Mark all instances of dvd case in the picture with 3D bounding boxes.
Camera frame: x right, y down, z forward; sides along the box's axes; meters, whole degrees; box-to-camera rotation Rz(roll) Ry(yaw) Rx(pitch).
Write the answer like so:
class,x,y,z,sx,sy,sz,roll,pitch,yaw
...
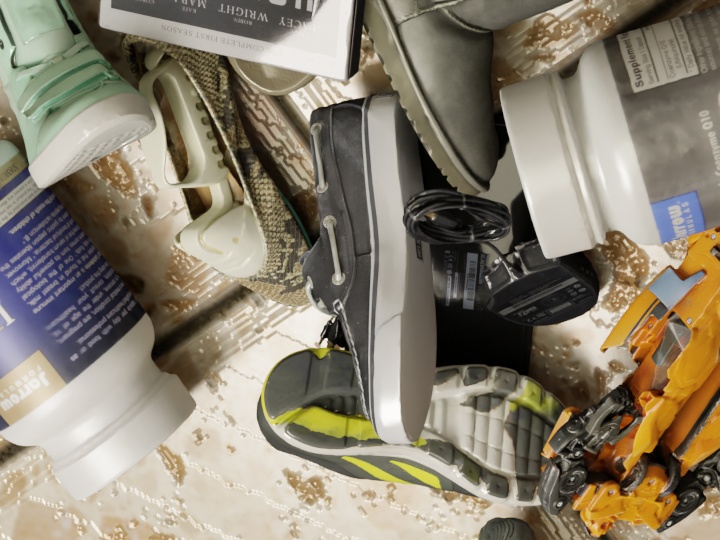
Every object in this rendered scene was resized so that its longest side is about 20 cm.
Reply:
class,x,y,z,sx,sy,sz,roll,pitch,yaw
dvd case,-0.063,-0.210,1.467,0.150,0.025,0.201,13,115,16

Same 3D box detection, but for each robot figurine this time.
class,x,y,z,sx,sy,sz,roll,pitch,yaw
robot figurine,0.178,0.065,1.547,0.200,0.145,0.058,-56,45,21

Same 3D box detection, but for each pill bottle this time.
class,x,y,z,sx,sy,sz,roll,pitch,yaw
pill bottle,0.180,-0.079,1.461,0.199,0.114,0.114,-17,105,6
pill bottle,-0.195,0.032,1.654,0.116,0.116,0.200,-35,97,26

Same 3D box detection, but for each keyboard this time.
class,x,y,z,sx,sy,sz,roll,pitch,yaw
keyboard,0.041,0.000,1.618,0.126,0.021,0.201,8,112,9

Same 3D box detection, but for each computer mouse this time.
class,x,y,z,sx,sy,sz,roll,pitch,yaw
computer mouse,0.077,-0.014,1.525,0.058,0.200,0.034,-24,63,19

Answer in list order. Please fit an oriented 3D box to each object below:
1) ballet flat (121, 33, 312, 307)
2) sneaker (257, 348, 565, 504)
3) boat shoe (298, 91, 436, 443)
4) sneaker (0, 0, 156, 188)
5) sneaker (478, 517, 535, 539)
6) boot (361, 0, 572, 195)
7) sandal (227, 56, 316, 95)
class,x,y,z,sx,sy,sz,roll,pitch,yaw
ballet flat,-0.091,-0.057,1.606,0.068,0.075,0.201,-10,108,39
sneaker,0.033,0.089,1.605,0.199,0.085,0.075,16,76,-13
boat shoe,0.000,0.000,1.542,0.067,0.072,0.201,-8,78,16
sneaker,-0.176,-0.113,1.558,0.073,0.200,0.119,-26,96,-11
sneaker,0.116,0.219,1.645,0.084,0.075,0.201,-6,131,8
boot,0.104,-0.151,1.507,0.199,0.073,0.182,-25,117,7
sandal,-0.022,-0.184,1.546,0.080,0.054,0.200,36,117,2
